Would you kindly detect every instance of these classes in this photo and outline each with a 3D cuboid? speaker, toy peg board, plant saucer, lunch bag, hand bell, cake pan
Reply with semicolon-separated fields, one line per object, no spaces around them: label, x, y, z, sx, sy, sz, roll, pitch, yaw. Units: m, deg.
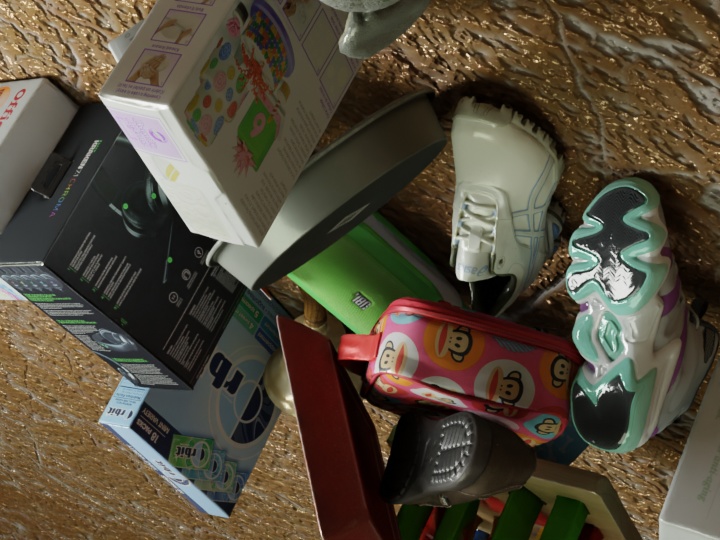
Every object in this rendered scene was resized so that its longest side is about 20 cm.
speaker;0.000;0.000;1.447;0.200;0.089;0.088;41;153;-29
toy peg board;0.126;0.237;1.468;0.200;0.098;0.199;11;151;32
plant saucer;-0.007;0.158;1.366;0.037;0.200;0.200;-18;145;5
lunch bag;0.068;0.079;1.346;0.176;0.082;0.200;14;168;-4
hand bell;-0.043;0.038;1.595;0.104;0.104;0.200;19;143;17
cake pan;-0.018;-0.052;1.222;0.037;0.200;0.200;53;156;4

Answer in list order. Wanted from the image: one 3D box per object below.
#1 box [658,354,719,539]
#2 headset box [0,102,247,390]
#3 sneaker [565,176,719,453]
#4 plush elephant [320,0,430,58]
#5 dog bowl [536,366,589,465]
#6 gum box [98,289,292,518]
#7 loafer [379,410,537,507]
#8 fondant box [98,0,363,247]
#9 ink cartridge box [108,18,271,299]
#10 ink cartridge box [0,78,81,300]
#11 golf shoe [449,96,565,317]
box;0.341;0.166;1.290;0.200;0.199;0.171;19;155;17
headset box;-0.194;-0.025;1.482;0.093;0.174;0.200;-1;145;47
sneaker;0.216;0.024;1.275;0.078;0.200;0.140;18;-159;40
plush elephant;-0.007;-0.205;0.945;0.200;0.155;0.165;23;156;10
dog bowl;0.151;0.137;1.510;0.050;0.111;0.200;43;155;-3
gum box;-0.140;0.104;1.659;0.045;0.200;0.170;6;148;39
loafer;0.071;0.148;1.298;0.071;0.073;0.200;19;170;-15
fondant box;-0.066;-0.137;1.091;0.058;0.200;0.144;13;152;29
ink cartridge box;-0.111;-0.082;1.347;0.162;0.050;0.200;60;-177;26
ink cartridge box;-0.323;-0.069;1.561;0.200;0.145;0.145;0;145;44
golf shoe;0.098;-0.039;1.253;0.078;0.097;0.200;16;153;26
